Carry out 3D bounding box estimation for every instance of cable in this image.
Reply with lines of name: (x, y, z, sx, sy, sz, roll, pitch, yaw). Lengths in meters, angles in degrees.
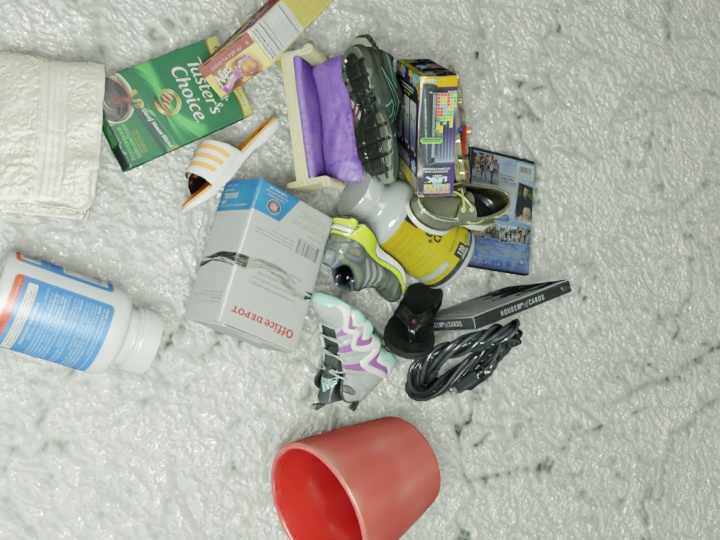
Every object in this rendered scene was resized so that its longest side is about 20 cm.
cable: (0.155, 0.127, 1.291, 0.163, 0.200, 0.051, 12, 46, -47)

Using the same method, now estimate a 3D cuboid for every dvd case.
dvd case: (0.231, -0.098, 1.456, 0.142, 0.018, 0.201, 8, 83, -29)
dvd case: (0.206, 0.056, 1.351, 0.199, 0.150, 0.025, -18, 94, -30)

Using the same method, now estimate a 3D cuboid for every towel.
towel: (-0.386, -0.164, 1.061, 0.132, 0.034, 0.201, 4, 89, -16)

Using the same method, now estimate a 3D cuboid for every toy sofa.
toy sofa: (-0.060, -0.214, 1.229, 0.083, 0.097, 0.201, -1, 83, -75)

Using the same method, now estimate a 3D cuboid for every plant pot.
plant pot: (0.002, 0.300, 1.200, 0.177, 0.200, 0.201, -20, 96, -41)

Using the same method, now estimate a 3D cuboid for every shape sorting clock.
shape sorting clock: (0.152, -0.215, 1.339, 0.039, 0.200, 0.201, -1, 85, 10)

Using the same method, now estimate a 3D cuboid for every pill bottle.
pill bottle: (-0.346, 0.060, 1.045, 0.200, 0.112, 0.113, 23, 75, -27)
pill bottle: (0.067, -0.065, 1.301, 0.200, 0.112, 0.112, 33, 70, -25)

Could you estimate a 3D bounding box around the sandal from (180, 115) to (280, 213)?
sandal: (-0.191, -0.158, 1.182, 0.059, 0.079, 0.207, 48, 56, -17)

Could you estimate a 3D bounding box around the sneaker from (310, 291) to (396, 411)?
sneaker: (-0.035, 0.132, 1.224, 0.140, 0.078, 0.200, -53, 131, -17)

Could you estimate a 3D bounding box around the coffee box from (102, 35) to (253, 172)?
coffee box: (-0.255, -0.227, 1.163, 0.200, 0.044, 0.123, -29, 99, -30)

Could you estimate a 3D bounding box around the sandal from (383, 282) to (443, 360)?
sandal: (0.079, 0.062, 1.275, 0.075, 0.201, 0.048, 8, 120, 8)

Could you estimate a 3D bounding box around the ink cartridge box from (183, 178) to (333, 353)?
ink cartridge box: (-0.136, -0.004, 1.174, 0.144, 0.084, 0.201, 28, 71, -43)

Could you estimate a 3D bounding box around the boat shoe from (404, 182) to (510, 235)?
boat shoe: (0.144, -0.096, 1.264, 0.201, 0.060, 0.072, -5, 66, -47)

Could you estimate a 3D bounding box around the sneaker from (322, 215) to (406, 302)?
sneaker: (0.000, 0.000, 1.254, 0.081, 0.074, 0.200, -61, 140, -15)

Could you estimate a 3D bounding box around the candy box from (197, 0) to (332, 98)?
candy box: (-0.124, -0.326, 1.177, 0.057, 0.116, 0.200, 51, 47, -19)

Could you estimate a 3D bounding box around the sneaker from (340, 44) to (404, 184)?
sneaker: (0.034, -0.224, 1.230, 0.079, 0.075, 0.201, -11, 91, -41)

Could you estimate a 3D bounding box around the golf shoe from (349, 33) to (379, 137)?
golf shoe: (-0.010, -0.261, 1.296, 0.088, 0.077, 0.201, 2, 81, -18)

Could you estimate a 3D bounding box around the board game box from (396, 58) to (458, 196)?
board game box: (0.092, -0.212, 1.251, 0.056, 0.200, 0.166, -3, 111, -6)
